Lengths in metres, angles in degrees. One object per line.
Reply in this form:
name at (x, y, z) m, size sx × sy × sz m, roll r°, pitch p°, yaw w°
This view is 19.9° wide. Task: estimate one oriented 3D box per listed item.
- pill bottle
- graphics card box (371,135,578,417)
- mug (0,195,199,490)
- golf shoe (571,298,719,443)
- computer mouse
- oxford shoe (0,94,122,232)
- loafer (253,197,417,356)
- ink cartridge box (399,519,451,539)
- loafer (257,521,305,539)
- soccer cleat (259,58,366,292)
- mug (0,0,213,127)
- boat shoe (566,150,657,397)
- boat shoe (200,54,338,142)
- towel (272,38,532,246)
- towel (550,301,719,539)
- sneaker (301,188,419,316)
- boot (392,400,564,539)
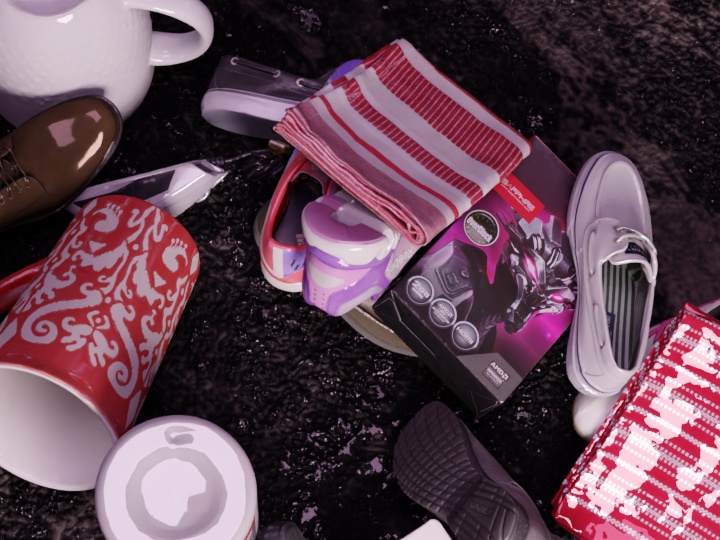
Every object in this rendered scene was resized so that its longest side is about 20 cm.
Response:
pill bottle at (-0.130, 0.183, 1.499) m, size 0.113 × 0.200 × 0.115 m, roll 1°, pitch 72°, yaw -2°
graphics card box at (0.116, 0.003, 1.615) m, size 0.126 × 0.051 × 0.200 m, roll 46°, pitch 63°, yaw -2°
mug at (-0.224, 0.038, 1.552) m, size 0.177 × 0.134 × 0.201 m, roll 26°, pitch 49°, yaw -1°
golf shoe at (0.252, 0.067, 1.611) m, size 0.199 × 0.092 × 0.073 m, roll -31°, pitch 76°, yaw -10°
computer mouse at (-0.142, -0.063, 1.646) m, size 0.199 × 0.110 × 0.044 m, roll -14°, pitch 93°, yaw 6°
oxford shoe at (-0.268, -0.069, 1.579) m, size 0.200 × 0.084 × 0.073 m, roll -36°, pitch 90°, yaw -7°
loafer at (0.000, 0.000, 1.633) m, size 0.199 × 0.070 × 0.075 m, roll 30°, pitch 73°, yaw 7°
ink cartridge box at (0.064, 0.302, 1.537) m, size 0.117 × 0.067 × 0.201 m, roll -30°, pitch 76°, yaw -10°
loafer at (-0.068, 0.283, 1.509) m, size 0.070 × 0.068 × 0.202 m, roll 2°, pitch 100°, yaw 16°
soccer cleat at (-0.025, -0.083, 1.587) m, size 0.068 × 0.073 × 0.201 m, roll 20°, pitch 71°, yaw 9°
mug at (-0.216, -0.200, 1.636) m, size 0.198 × 0.175 × 0.149 m, roll 5°, pitch 72°, yaw -1°
boat shoe at (0.204, -0.002, 1.587) m, size 0.073 × 0.067 × 0.201 m, roll 10°, pitch 71°, yaw -23°
boat shoe at (-0.030, -0.137, 1.684) m, size 0.199 × 0.070 × 0.067 m, roll 10°, pitch 73°, yaw 9°
towel at (0.039, -0.102, 1.554) m, size 0.144 × 0.023 × 0.200 m, roll 40°, pitch 36°, yaw 8°
towel at (0.254, 0.145, 1.572) m, size 0.144 × 0.022 × 0.201 m, roll 33°, pitch 102°, yaw 3°
sneaker at (0.012, -0.025, 1.552) m, size 0.080 × 0.089 × 0.200 m, roll 24°, pitch 30°, yaw 20°
boot at (0.107, 0.189, 1.569) m, size 0.070 × 0.200 × 0.131 m, roll -47°, pitch 123°, yaw 9°
